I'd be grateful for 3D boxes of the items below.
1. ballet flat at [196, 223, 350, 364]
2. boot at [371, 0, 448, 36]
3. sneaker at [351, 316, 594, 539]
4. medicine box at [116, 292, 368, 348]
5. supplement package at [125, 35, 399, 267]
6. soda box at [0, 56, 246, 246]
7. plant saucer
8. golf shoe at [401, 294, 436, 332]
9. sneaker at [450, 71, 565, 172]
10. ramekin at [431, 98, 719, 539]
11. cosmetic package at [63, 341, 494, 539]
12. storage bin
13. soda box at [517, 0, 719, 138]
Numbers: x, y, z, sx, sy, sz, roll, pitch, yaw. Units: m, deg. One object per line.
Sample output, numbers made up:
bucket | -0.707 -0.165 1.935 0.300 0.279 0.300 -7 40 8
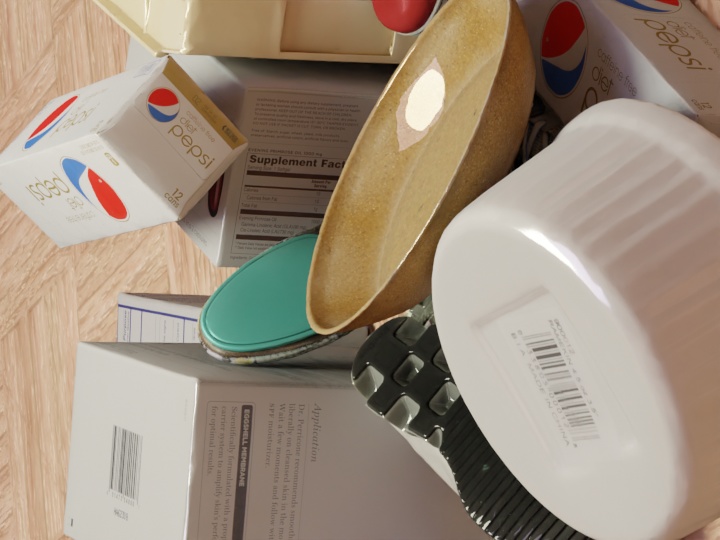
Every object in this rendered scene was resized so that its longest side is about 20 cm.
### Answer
ballet flat | 0.000 0.000 1.621 0.072 0.200 0.072 54 171 13
boot | -0.006 -0.219 1.532 0.072 0.144 0.201 14 110 41
sneaker | 0.079 0.098 1.498 0.074 0.089 0.200 -45 41 0
medicine box | -0.083 0.111 1.864 0.200 0.103 0.183 -172 85 -66
supplement package | -0.041 -0.085 1.721 0.200 0.155 0.111 -137 53 -59
soda box | -0.141 -0.065 1.635 0.064 0.068 0.200 -49 16 -19
plant saucer | 0.036 -0.052 1.442 0.200 0.035 0.200 -55 17 27
golf shoe | 0.074 0.020 1.553 0.077 0.088 0.200 -55 -10 -16
sneaker | 0.088 -0.072 1.524 0.200 0.085 0.077 -125 43 -51
ramekin | 0.122 0.031 1.331 0.200 0.098 0.201 42 148 33
cosmetic package | -0.043 0.110 1.660 0.199 0.199 0.123 -169 83 -65
storage bin | -0.047 -0.187 1.689 0.199 0.199 0.094 -138 53 -59
soda box | 0.142 -0.095 1.435 0.200 0.063 0.068 -124 43 -51
